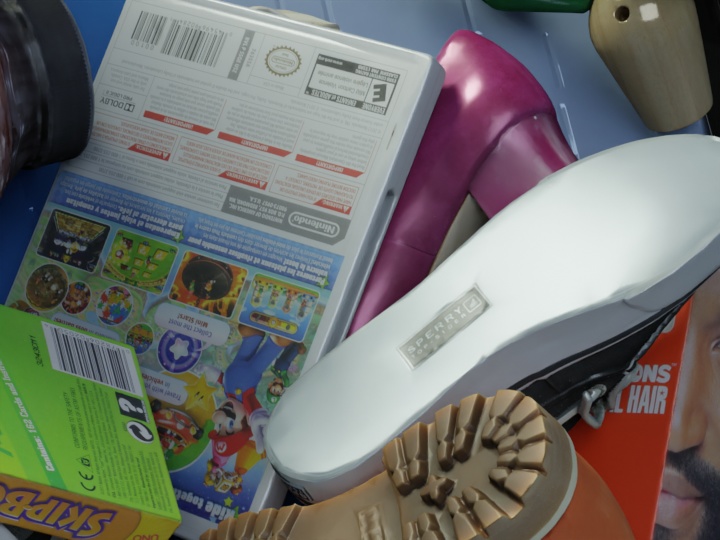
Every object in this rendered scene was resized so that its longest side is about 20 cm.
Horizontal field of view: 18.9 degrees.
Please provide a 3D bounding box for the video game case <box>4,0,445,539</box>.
[{"bbox_3d":[-0.064,-0.004,0.834,0.143,0.018,0.201,17,82,27],"label":"video game case"}]

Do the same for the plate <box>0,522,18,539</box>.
[{"bbox_3d":[-0.205,0.142,0.741,0.200,0.032,0.200,43,99,21],"label":"plate"}]

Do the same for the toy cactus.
[{"bbox_3d":[0.102,-0.137,0.892,0.199,0.102,0.165,-16,119,19],"label":"toy cactus"}]

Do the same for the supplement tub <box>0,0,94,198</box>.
[{"bbox_3d":[-0.202,-0.057,0.801,0.199,0.107,0.107,-16,76,-28],"label":"supplement tub"}]

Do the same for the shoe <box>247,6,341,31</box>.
[{"bbox_3d":[0.019,-0.036,0.884,0.200,0.053,0.070,41,74,5],"label":"shoe"}]

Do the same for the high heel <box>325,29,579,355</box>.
[{"bbox_3d":[0.000,0.000,0.846,0.200,0.067,0.096,-44,62,19],"label":"high heel"}]

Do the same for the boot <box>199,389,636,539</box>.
[{"bbox_3d":[0.008,0.125,0.748,0.200,0.107,0.075,-27,43,24],"label":"boot"}]

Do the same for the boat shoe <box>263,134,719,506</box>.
[{"bbox_3d":[0.063,0.030,0.777,0.199,0.068,0.074,-39,44,0],"label":"boat shoe"}]

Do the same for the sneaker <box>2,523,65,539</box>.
[{"bbox_3d":[-0.201,0.057,0.800,0.199,0.074,0.079,23,31,11],"label":"sneaker"}]

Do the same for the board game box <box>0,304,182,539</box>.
[{"bbox_3d":[-0.158,0.036,0.733,0.200,0.030,0.096,22,28,-32],"label":"board game box"}]

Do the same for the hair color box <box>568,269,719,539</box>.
[{"bbox_3d":[0.114,0.106,0.822,0.064,0.111,0.201,-3,68,38],"label":"hair color box"}]
